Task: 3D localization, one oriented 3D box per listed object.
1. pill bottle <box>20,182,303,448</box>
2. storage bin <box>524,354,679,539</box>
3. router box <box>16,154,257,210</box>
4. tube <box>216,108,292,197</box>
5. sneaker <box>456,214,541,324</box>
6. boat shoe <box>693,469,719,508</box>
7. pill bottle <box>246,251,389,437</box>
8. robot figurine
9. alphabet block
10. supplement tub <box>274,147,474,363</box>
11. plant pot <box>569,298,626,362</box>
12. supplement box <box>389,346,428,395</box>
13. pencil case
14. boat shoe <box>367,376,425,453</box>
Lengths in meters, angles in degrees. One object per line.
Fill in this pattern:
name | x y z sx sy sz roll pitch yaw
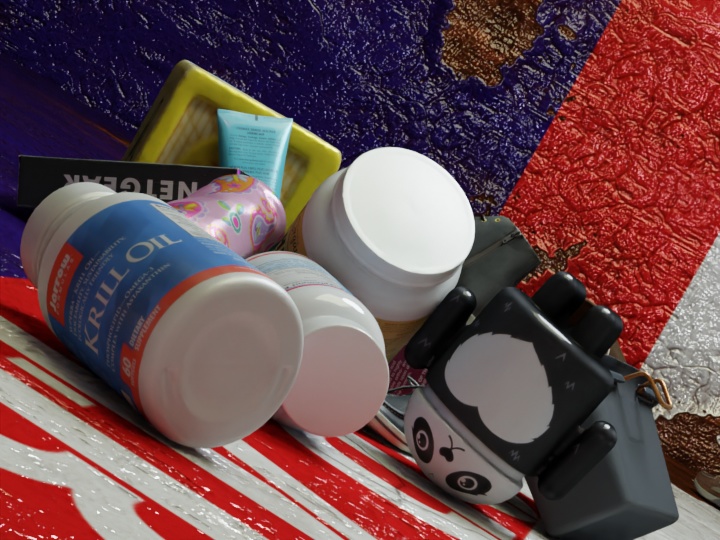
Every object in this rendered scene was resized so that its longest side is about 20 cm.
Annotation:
pill bottle | -0.132 0.018 1.123 0.112 0.113 0.200 27 3 -43
storage bin | 0.218 0.166 1.627 0.200 0.145 0.135 24 45 -62
router box | -0.200 -0.071 1.665 0.198 0.052 0.149 3 -1 4
tube | -0.112 -0.062 1.812 0.077 0.202 0.050 7 -15 -14
sneaker | 0.087 -0.037 1.809 0.200 0.106 0.075 48 -2 25
boat shoe | 0.620 0.368 2.994 0.075 0.072 0.200 29 4 -25
pill bottle | -0.044 0.056 1.368 0.108 0.109 0.200 29 4 -20
robot figurine | 0.123 0.095 1.468 0.125 0.200 0.150 38 7 -35
alphabet block | -0.155 -0.095 1.945 0.194 0.197 0.200 28 4 -13
supplement tub | 0.000 0.000 1.548 0.144 0.145 0.200 30 -40 -8
plant pot | 0.275 0.161 2.329 0.187 0.187 0.200 33 -10 47
supplement box | 0.048 0.087 1.784 0.199 0.104 0.131 32 5 35
pencil case | -0.134 -0.020 1.464 0.087 0.088 0.200 31 23 11
boat shoe | 0.058 0.129 1.603 0.199 0.063 0.075 26 7 -45
